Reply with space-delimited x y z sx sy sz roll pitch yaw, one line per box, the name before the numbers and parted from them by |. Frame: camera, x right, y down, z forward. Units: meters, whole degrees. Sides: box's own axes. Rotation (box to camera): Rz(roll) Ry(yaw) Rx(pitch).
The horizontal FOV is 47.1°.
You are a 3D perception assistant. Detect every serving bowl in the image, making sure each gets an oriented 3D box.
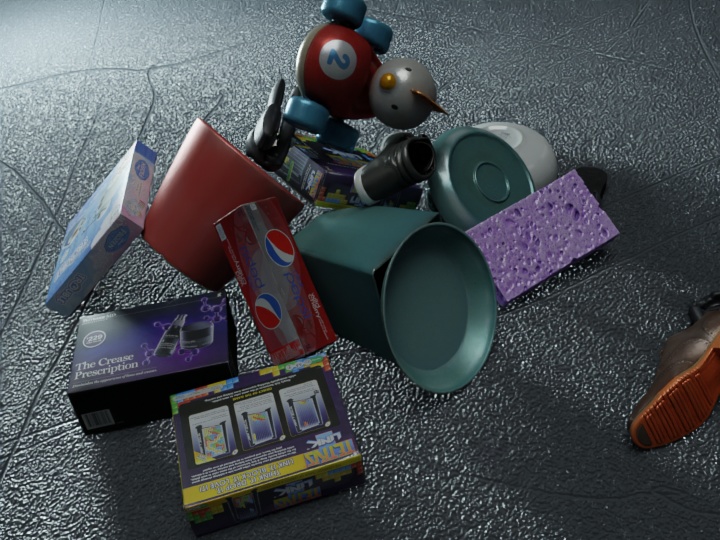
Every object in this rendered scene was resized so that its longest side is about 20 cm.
serving bowl | 0.221 -0.186 1.337 0.195 0.067 0.202 -4 39 3

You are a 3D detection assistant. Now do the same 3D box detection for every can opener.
can opener | -0.114 -0.210 1.172 0.063 0.079 0.202 33 36 -15

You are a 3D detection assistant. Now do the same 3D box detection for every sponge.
sponge | 0.245 -0.046 1.134 0.198 0.030 0.113 -29 77 -15

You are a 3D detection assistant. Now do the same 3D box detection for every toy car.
toy car | 0.028 -0.252 1.120 0.197 0.176 0.188 20 91 28

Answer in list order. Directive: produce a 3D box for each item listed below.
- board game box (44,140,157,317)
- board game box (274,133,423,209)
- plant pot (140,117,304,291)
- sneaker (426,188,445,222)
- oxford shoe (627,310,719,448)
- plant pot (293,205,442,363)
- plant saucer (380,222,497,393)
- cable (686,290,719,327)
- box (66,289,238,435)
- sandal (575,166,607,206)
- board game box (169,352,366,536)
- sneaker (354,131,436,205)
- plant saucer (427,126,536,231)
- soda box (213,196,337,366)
board game box | -0.381 -0.065 1.220 0.200 0.043 0.201 -43 32 23
board game box | -0.028 -0.146 1.251 0.197 0.058 0.165 5 24 -42
plant pot | -0.204 -0.083 1.169 0.178 0.200 0.200 -52 48 2
sneaker | 0.139 -0.095 1.237 0.090 0.077 0.203 -17 47 39
oxford shoe | 0.365 0.122 0.937 0.199 0.072 0.073 -38 27 -14
plant pot | 0.000 0.000 1.095 0.198 0.143 0.141 17 44 39
plant saucer | 0.089 0.045 1.000 0.036 0.202 0.200 -6 28 49
cable | 0.497 0.078 0.981 0.195 0.052 0.165 -3 39 5
box | -0.258 0.113 1.050 0.196 0.080 0.142 -11 36 -4
sandal | 0.329 -0.101 1.232 0.074 0.043 0.202 5 41 14
board game box | -0.109 0.192 0.944 0.196 0.057 0.167 -14 42 -8
sneaker | 0.071 -0.156 1.150 0.098 0.072 0.200 -20 17 30
plant saucer | 0.185 -0.124 1.196 0.197 0.027 0.204 13 62 -26
soda box | -0.107 0.015 1.043 0.063 0.203 0.070 -25 -4 37
